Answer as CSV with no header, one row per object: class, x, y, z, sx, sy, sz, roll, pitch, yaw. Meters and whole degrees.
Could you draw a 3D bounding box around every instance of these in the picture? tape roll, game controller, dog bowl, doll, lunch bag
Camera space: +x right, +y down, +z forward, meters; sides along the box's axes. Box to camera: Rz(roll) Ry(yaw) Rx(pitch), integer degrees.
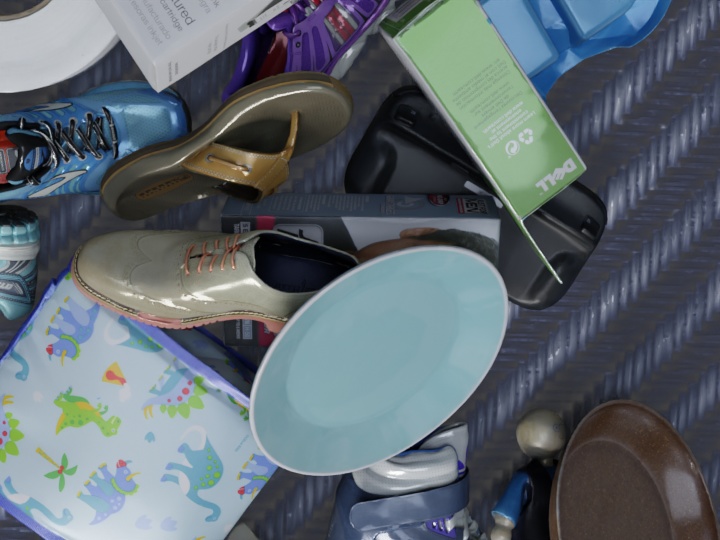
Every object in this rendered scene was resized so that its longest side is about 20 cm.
tape roll,-0.244,-0.224,0.857,0.199,0.071,0.206,-1,101,-6
game controller,0.087,-0.052,0.946,0.198,0.042,0.105,30,110,-10
dog bowl,0.133,-0.190,0.916,0.199,0.050,0.112,-34,102,1
doll,0.154,0.207,0.964,0.135,0.048,0.204,0,75,-42
lunch bag,-0.170,0.110,0.895,0.199,0.127,0.171,35,95,-21

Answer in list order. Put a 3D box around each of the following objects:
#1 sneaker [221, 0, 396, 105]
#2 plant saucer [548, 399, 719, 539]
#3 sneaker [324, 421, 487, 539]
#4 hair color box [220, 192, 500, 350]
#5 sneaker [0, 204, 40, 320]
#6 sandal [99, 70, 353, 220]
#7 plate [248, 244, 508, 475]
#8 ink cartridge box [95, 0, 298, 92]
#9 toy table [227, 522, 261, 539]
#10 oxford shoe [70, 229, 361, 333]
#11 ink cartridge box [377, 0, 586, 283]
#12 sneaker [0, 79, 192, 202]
sneaker,-0.030,-0.182,0.868,0.080,0.083,0.202,30,96,28
plant saucer,0.203,0.202,0.952,0.198,0.036,0.204,18,63,-38
sneaker,0.076,0.195,0.960,0.197,0.081,0.149,21,101,-4
hair color box,0.000,0.000,0.911,0.196,0.061,0.101,1,108,0
sneaker,-0.325,0.007,0.886,0.196,0.078,0.088,-3,104,-6
sandal,-0.089,-0.071,0.858,0.198,0.080,0.055,-23,61,17
plate,0.011,0.058,0.848,0.198,0.026,0.202,-21,137,-20
ink cartridge box,-0.087,-0.233,0.792,0.199,0.083,0.148,-35,92,-9
toy table,-0.075,0.290,0.924,0.117,0.200,0.184,-41,68,-8
oxford shoe,-0.093,-0.005,0.831,0.196,0.074,0.072,5,60,-7
ink cartridge box,0.094,-0.098,0.849,0.059,0.104,0.201,-35,105,5
sneaker,-0.213,-0.080,0.875,0.197,0.090,0.080,-15,101,-5
